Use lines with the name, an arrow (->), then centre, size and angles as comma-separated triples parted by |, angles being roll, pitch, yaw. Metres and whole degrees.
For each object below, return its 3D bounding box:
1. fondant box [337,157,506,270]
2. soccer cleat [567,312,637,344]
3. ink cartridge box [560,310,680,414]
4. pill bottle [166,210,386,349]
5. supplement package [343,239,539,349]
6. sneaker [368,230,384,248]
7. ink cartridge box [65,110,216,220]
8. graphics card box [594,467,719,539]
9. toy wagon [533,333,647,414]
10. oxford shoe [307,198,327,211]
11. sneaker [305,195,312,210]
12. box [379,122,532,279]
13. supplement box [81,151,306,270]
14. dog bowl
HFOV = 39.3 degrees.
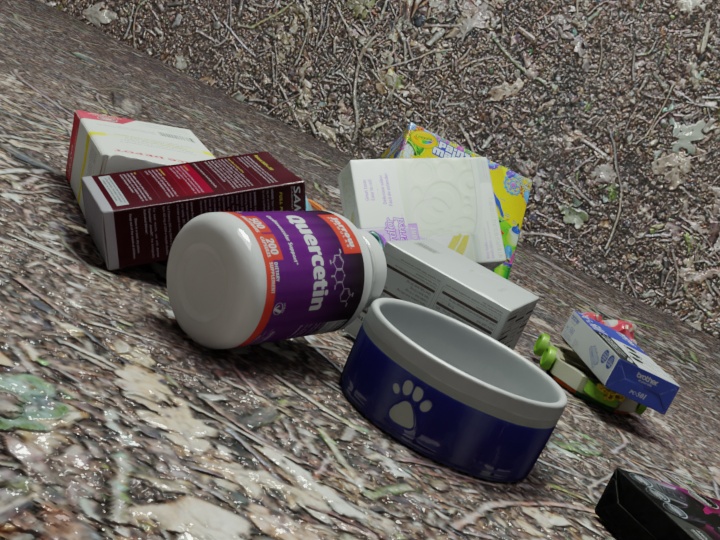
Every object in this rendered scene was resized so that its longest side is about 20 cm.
fondant box -> 0.079, -0.067, 1.299 | 0.197, 0.147, 0.058 | -4, -15, -20
soccer cleat -> 0.401, 0.110, 1.730 | 0.076, 0.068, 0.198 | -8, -10, 43
ink cartridge box -> 0.340, 0.118, 1.340 | 0.093, 0.045, 0.200 | 25, 11, -11
pill bottle -> -0.066, 0.004, 0.892 | 0.112, 0.114, 0.199 | 32, 23, 33
supplement package -> 0.097, 0.049, 1.138 | 0.154, 0.112, 0.200 | 29, 10, 15
sneaker -> 0.000, 0.000, 1.131 | 0.078, 0.086, 0.200 | 63, 17, 18
ink cartridge box -> -0.239, -0.104, 1.116 | 0.143, 0.085, 0.200 | 8, 17, -26
graphics card box -> 0.316, 0.244, 0.878 | 0.198, 0.051, 0.125 | 20, 12, -25
toy wagon -> 0.314, 0.148, 1.364 | 0.153, 0.040, 0.200 | 25, 11, -2
oxford shoe -> -0.115, -0.066, 1.367 | 0.198, 0.072, 0.073 | 23, 30, 12
sneaker -> -0.123, -0.066, 1.193 | 0.199, 0.079, 0.096 | 25, -23, 48
box -> 0.111, -0.064, 1.408 | 0.198, 0.195, 0.122 | 24, -22, -12
supplement box -> -0.162, -0.062, 0.985 | 0.197, 0.062, 0.109 | -11, 26, -22
dog bowl -> 0.084, 0.106, 0.921 | 0.198, 0.080, 0.200 | 25, 11, -5
